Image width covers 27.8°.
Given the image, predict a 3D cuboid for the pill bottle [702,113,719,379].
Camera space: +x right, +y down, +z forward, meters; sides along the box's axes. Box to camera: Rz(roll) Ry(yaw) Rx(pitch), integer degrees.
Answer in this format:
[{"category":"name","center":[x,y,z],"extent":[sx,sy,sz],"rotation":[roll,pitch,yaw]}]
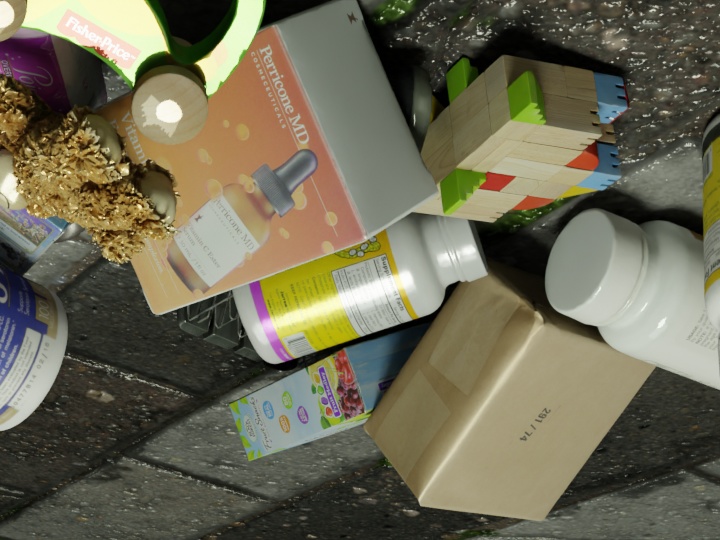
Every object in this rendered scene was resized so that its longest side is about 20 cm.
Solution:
[{"category":"pill bottle","center":[0.301,-0.014,1.032],"extent":[0.113,0.201,0.114],"rotation":[5,153,2]}]

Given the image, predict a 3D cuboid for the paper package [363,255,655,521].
[{"category":"paper package","center":[0.134,0.109,1.279],"extent":[0.190,0.104,0.201],"rotation":[16,114,-43]}]

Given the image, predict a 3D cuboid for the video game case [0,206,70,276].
[{"category":"video game case","center":[-0.343,-0.063,1.146],"extent":[0.200,0.046,0.181],"rotation":[40,135,-14]}]

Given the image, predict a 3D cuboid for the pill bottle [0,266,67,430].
[{"category":"pill bottle","center":[-0.328,0.032,1.073],"extent":[0.119,0.120,0.200],"rotation":[-17,146,38]}]

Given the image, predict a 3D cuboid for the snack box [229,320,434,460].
[{"category":"snack box","center":[-0.002,0.112,1.401],"extent":[0.168,0.068,0.200],"rotation":[-14,172,-40]}]

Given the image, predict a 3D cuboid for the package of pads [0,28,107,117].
[{"category":"package of pads","center":[-0.246,-0.164,0.994],"extent":[0.120,0.076,0.200],"rotation":[7,152,3]}]

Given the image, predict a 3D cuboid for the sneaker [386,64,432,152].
[{"category":"sneaker","center":[-0.026,-0.096,1.078],"extent":[0.114,0.077,0.199],"rotation":[11,158,-24]}]

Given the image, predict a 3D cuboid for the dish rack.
[{"category":"dish rack","center":[-0.065,0.031,1.357],"extent":[0.153,0.055,0.200],"rotation":[25,145,-34]}]

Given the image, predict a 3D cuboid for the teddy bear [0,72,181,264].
[{"category":"teddy bear","center":[-0.190,-0.062,0.932],"extent":[0.199,0.067,0.145],"rotation":[23,163,38]}]

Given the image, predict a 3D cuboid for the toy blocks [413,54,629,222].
[{"category":"toy blocks","center":[0.126,-0.089,1.062],"extent":[0.136,0.101,0.200],"rotation":[6,156,-25]}]

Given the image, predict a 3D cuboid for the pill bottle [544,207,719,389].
[{"category":"pill bottle","center":[0.257,0.023,1.204],"extent":[0.199,0.115,0.114],"rotation":[20,149,-25]}]

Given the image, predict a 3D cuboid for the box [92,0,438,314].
[{"category":"box","center":[-0.075,-0.078,1.005],"extent":[0.199,0.153,0.106],"rotation":[-19,-172,35]}]

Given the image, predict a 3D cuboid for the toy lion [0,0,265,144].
[{"category":"toy lion","center":[-0.137,-0.199,0.848],"extent":[0.199,0.069,0.192],"rotation":[29,114,-23]}]

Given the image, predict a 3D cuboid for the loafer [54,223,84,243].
[{"category":"loafer","center":[-0.319,-0.063,1.223],"extent":[0.199,0.073,0.071],"rotation":[-7,135,19]}]

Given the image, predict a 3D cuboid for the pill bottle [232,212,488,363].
[{"category":"pill bottle","center":[0.000,0.000,1.199],"extent":[0.199,0.105,0.104],"rotation":[-18,148,8]}]
